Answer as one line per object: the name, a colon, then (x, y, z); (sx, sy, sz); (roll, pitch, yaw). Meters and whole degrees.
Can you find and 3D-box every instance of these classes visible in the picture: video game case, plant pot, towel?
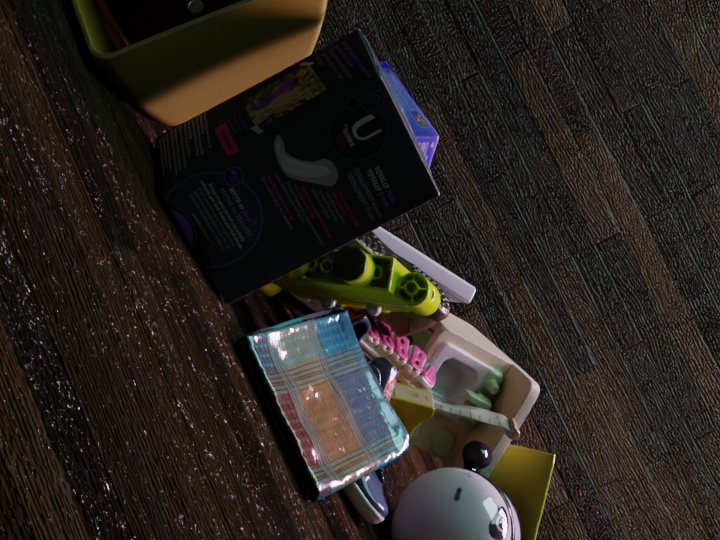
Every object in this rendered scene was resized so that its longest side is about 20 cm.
video game case: (0.009, -0.023, 1.669); (0.199, 0.022, 0.182); (31, -10, -22)
plant pot: (-0.139, -0.240, 1.261); (0.177, 0.198, 0.202); (78, -11, -65)
towel: (0.152, 0.286, 1.588); (0.018, 0.085, 0.203); (22, 80, -44)
towel: (-0.026, 0.107, 1.268); (0.148, 0.022, 0.200); (64, 22, 6)

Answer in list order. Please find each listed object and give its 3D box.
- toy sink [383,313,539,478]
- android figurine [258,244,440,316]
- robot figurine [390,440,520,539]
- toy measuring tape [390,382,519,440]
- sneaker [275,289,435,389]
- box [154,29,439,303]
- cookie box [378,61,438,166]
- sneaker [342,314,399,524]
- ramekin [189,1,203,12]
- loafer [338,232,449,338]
toy sink: (0.084, 0.124, 1.636); (0.111, 0.131, 0.200); (28, 8, -25)
android figurine: (-0.017, 0.010, 1.367); (0.200, 0.179, 0.042); (46, 52, -74)
robot figurine: (0.099, 0.261, 1.496); (0.152, 0.124, 0.200); (65, 4, 15)
toy measuring tape: (0.053, 0.154, 1.470); (0.074, 0.197, 0.075); (-165, -90, -83)
sneaker: (-0.019, 0.080, 1.523); (0.199, 0.088, 0.074); (37, 18, -21)
box: (-0.054, -0.085, 1.226); (0.123, 0.198, 0.106); (61, 6, -31)
cookie box: (-0.038, -0.164, 1.685); (0.172, 0.197, 0.076); (-120, -144, -47)
sneaker: (0.004, 0.130, 1.386); (0.075, 0.084, 0.202); (54, 15, -66)
ramekin: (-0.140, -0.266, 1.819); (0.202, 0.097, 0.200); (63, 5, -11)
loafer: (0.000, 0.000, 1.489); (0.199, 0.068, 0.076); (39, 15, -13)
